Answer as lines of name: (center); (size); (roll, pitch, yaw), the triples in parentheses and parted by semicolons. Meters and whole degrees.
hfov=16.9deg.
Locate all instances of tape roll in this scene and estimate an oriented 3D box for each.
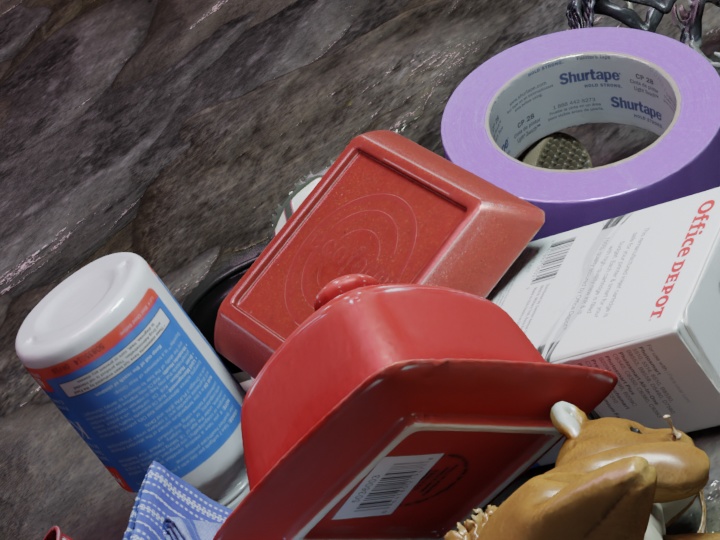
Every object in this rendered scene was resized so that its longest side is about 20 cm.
tape roll: (0.159, -0.087, 1.694); (0.199, 0.066, 0.201); (-8, 40, 7)

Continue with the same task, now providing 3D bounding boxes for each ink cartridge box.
ink cartridge box: (0.160, 0.039, 1.528); (0.199, 0.084, 0.146); (-16, 31, 39)

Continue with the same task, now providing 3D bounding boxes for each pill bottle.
pill bottle: (-0.142, 0.095, 1.693); (0.112, 0.200, 0.112); (-29, 23, 14)

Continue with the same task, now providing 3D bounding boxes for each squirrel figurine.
squirrel figurine: (0.108, 0.150, 1.335); (0.199, 0.142, 0.187); (-25, 19, 19)

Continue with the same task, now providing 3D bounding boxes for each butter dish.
butter dish: (0.014, 0.069, 1.448); (0.200, 0.199, 0.148); (-46, 55, 36)

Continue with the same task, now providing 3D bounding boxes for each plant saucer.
plant saucer: (0.000, 0.000, 1.622); (0.200, 0.037, 0.199); (-51, 38, -6)

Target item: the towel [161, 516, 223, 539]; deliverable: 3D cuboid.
towel: (-0.028, 0.202, 1.413); (0.200, 0.146, 0.024); (-129, 52, -59)

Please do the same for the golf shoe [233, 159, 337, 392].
golf shoe: (-0.041, 0.008, 1.856); (0.200, 0.077, 0.088); (-55, 42, 14)

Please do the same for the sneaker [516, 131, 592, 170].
sneaker: (0.107, -0.013, 1.749); (0.200, 0.070, 0.076); (-55, 8, -37)

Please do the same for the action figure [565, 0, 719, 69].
action figure: (0.257, -0.189, 1.804); (0.199, 0.103, 0.119); (1, -10, -7)

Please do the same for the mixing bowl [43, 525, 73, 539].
mixing bowl: (-0.170, 0.269, 1.477); (0.200, 0.108, 0.201); (-160, 90, -81)

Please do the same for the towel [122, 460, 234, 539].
towel: (-0.082, 0.194, 1.485); (0.024, 0.144, 0.200); (-58, 8, 20)

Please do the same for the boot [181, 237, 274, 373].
boot: (-0.038, 0.047, 1.709); (0.211, 0.079, 0.158); (-32, 39, 18)
